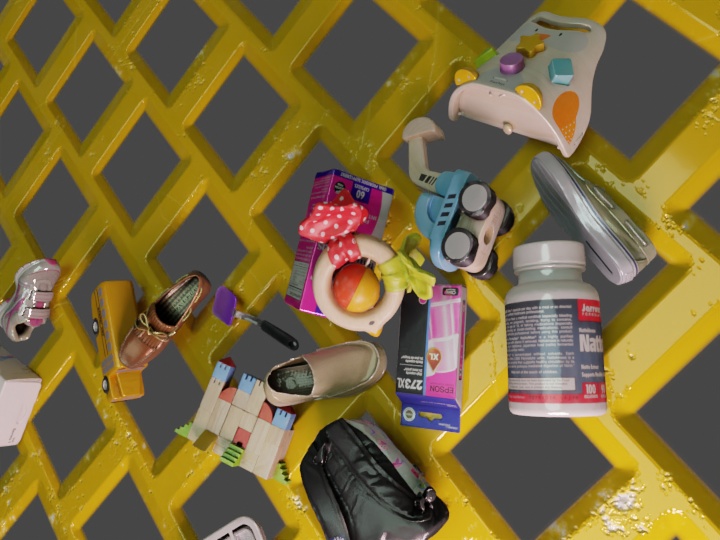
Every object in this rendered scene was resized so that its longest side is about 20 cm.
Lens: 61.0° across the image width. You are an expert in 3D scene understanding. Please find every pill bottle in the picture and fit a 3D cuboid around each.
[{"bbox_3d":[0.238,0.072,0.757,0.116,0.119,0.207,-5,80,25],"label":"pill bottle"}]

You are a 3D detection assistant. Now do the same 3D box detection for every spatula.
[{"bbox_3d":[-0.178,0.084,1.018,0.196,0.020,0.058,24,105,25],"label":"spatula"}]

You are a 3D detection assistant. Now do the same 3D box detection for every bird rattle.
[{"bbox_3d":[0.000,0.000,0.812,0.195,0.113,0.167,23,103,-15],"label":"bird rattle"}]

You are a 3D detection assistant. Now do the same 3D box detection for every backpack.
[{"bbox_3d":[0.008,0.302,0.835,0.167,0.127,0.200,-44,65,1],"label":"backpack"}]

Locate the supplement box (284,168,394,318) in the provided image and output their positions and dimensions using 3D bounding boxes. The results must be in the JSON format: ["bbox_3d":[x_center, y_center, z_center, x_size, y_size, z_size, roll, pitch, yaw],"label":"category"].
[{"bbox_3d":[-0.033,-0.034,0.900,0.103,0.098,0.206,-166,90,-70],"label":"supplement box"}]

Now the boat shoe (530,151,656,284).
[{"bbox_3d":[0.296,-0.076,0.790,0.061,0.072,0.203,-29,72,-7],"label":"boat shoe"}]

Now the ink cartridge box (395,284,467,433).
[{"bbox_3d":[0.099,0.122,0.868,0.092,0.037,0.207,1,84,27],"label":"ink cartridge box"}]

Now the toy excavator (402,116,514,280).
[{"bbox_3d":[0.117,-0.108,0.868,0.197,0.099,0.200,22,91,36],"label":"toy excavator"}]

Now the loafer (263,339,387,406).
[{"bbox_3d":[-0.055,0.154,0.900,0.194,0.068,0.078,-19,74,3],"label":"loafer"}]

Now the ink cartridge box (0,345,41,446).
[{"bbox_3d":[-0.765,0.246,1.253,0.196,0.083,0.148,25,93,27],"label":"ink cartridge box"}]

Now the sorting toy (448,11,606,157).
[{"bbox_3d":[0.234,-0.276,0.825,0.198,0.107,0.181,29,73,38],"label":"sorting toy"}]

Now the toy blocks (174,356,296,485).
[{"bbox_3d":[-0.176,0.228,0.964,0.195,0.100,0.140,21,82,16],"label":"toy blocks"}]

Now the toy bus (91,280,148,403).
[{"bbox_3d":[-0.433,0.128,1.104,0.078,0.064,0.205,-33,68,40],"label":"toy bus"}]

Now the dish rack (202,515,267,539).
[{"bbox_3d":[-0.182,0.502,0.945,0.170,0.043,0.204,-34,69,17],"label":"dish rack"}]

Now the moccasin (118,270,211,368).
[{"bbox_3d":[-0.336,0.084,1.042,0.200,0.078,0.074,-42,87,-3],"label":"moccasin"}]

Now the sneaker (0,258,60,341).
[{"bbox_3d":[-0.660,0.064,1.237,0.089,0.081,0.201,48,112,23],"label":"sneaker"}]
